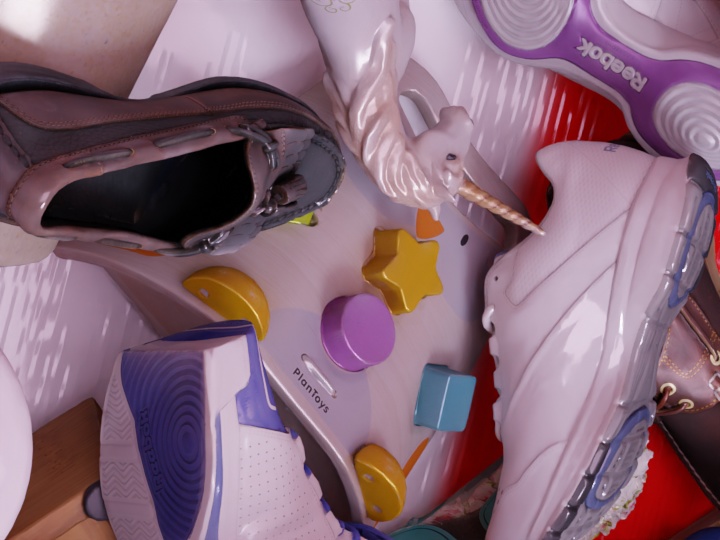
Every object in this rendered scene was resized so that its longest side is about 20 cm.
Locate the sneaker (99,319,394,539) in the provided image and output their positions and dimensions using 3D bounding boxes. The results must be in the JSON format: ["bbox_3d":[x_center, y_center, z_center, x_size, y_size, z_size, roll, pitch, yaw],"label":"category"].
[{"bbox_3d":[-0.033,0.114,0.776,0.115,0.080,0.201,-16,102,-40],"label":"sneaker"}]

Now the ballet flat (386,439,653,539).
[{"bbox_3d":[0.057,0.139,0.889,0.199,0.076,0.064,-32,140,-10],"label":"ballet flat"}]

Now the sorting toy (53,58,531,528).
[{"bbox_3d":[0.000,0.000,0.846,0.200,0.107,0.180,51,59,-19],"label":"sorting toy"}]

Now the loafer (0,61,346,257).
[{"bbox_3d":[-0.069,-0.030,0.693,0.199,0.063,0.072,0,122,-51],"label":"loafer"}]

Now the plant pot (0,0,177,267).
[{"bbox_3d":[-0.152,-0.109,0.724,0.199,0.200,0.184,17,102,-22],"label":"plant pot"}]

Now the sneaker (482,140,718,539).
[{"bbox_3d":[0.092,0.037,0.842,0.087,0.074,0.201,19,91,22],"label":"sneaker"}]

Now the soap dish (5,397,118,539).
[{"bbox_3d":[-0.128,0.181,0.811,0.157,0.081,0.201,-33,105,-15],"label":"soap dish"}]

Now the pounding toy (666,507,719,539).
[{"bbox_3d":[0.157,0.194,0.867,0.199,0.184,0.143,-29,105,-15],"label":"pounding toy"}]

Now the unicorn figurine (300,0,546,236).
[{"bbox_3d":[0.005,-0.114,0.795,0.200,0.073,0.138,46,38,-47],"label":"unicorn figurine"}]

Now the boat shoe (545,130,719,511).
[{"bbox_3d":[0.145,0.035,0.902,0.070,0.070,0.201,-31,98,-36],"label":"boat shoe"}]

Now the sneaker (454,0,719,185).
[{"bbox_3d":[0.115,-0.122,0.884,0.200,0.100,0.075,41,122,-4],"label":"sneaker"}]

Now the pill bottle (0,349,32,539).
[{"bbox_3d":[-0.195,0.050,0.706,0.116,0.200,0.117,-3,98,-21],"label":"pill bottle"}]
